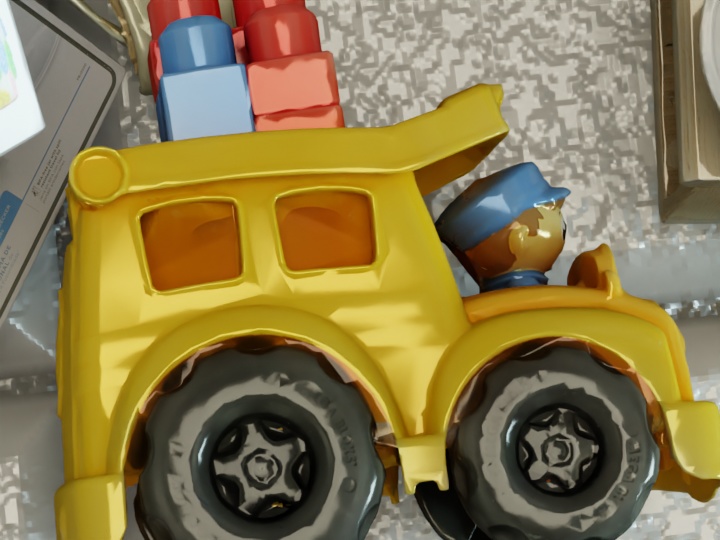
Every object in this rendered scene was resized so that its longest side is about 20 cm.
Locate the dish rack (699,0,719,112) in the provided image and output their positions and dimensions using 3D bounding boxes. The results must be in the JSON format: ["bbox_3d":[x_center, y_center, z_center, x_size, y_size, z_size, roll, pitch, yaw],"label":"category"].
[{"bbox_3d":[0.207,-0.071,0.808,0.200,0.043,0.172,-45,114,-25],"label":"dish rack"}]

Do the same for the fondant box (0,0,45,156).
[{"bbox_3d":[-0.188,-0.061,0.662,0.200,0.058,0.145,-34,124,-33],"label":"fondant box"}]

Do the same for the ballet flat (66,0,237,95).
[{"bbox_3d":[-0.103,-0.143,0.843,0.069,0.069,0.201,-34,85,-9],"label":"ballet flat"}]

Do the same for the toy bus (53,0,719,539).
[{"bbox_3d":[0.000,0.000,0.788,0.198,0.136,0.194,-5,82,-6],"label":"toy bus"}]

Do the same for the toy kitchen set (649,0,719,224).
[{"bbox_3d":[0.044,-0.117,0.796,0.198,0.163,0.182,-1,81,-4],"label":"toy kitchen set"}]

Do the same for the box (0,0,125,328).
[{"bbox_3d":[-0.174,-0.060,0.761,0.060,0.200,0.117,16,75,44],"label":"box"}]
